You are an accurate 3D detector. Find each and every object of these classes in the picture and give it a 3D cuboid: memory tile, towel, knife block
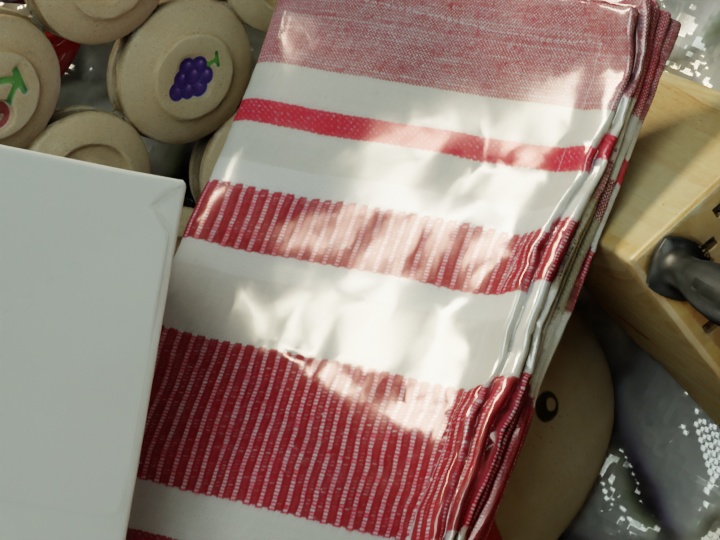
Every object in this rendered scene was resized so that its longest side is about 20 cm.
[{"bbox_3d":[-0.070,-0.079,0.952,0.153,0.200,0.017,-47,40,-7],"label":"memory tile"},{"bbox_3d":[0.000,0.000,0.892,0.144,0.023,0.201,9,70,37],"label":"towel"},{"bbox_3d":[0.105,-0.013,0.877,0.064,0.176,0.200,-40,62,-4],"label":"knife block"}]

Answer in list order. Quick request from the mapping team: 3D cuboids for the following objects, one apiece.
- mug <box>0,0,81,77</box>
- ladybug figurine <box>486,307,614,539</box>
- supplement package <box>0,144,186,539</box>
[{"bbox_3d":[-0.174,-0.145,0.980,0.199,0.134,0.178,0,24,-25],"label":"mug"},{"bbox_3d":[-0.020,0.055,0.945,0.199,0.072,0.136,-22,63,7],"label":"ladybug figurine"},{"bbox_3d":[-0.169,0.033,0.850,0.199,0.111,0.157,11,87,-18],"label":"supplement package"}]
